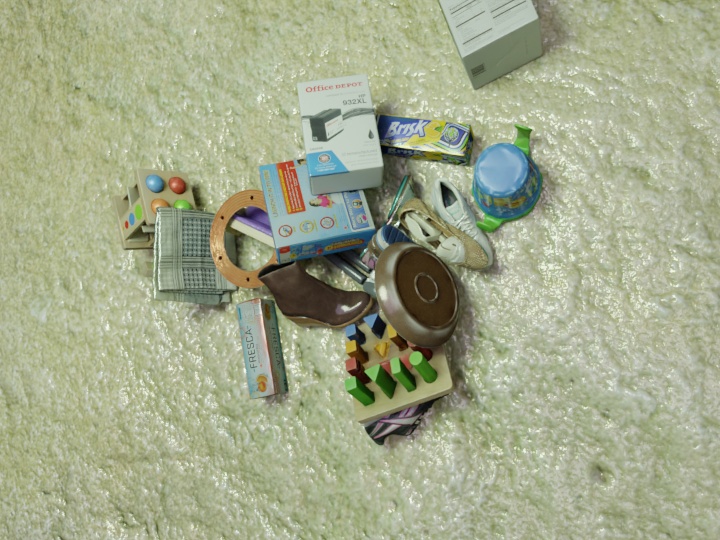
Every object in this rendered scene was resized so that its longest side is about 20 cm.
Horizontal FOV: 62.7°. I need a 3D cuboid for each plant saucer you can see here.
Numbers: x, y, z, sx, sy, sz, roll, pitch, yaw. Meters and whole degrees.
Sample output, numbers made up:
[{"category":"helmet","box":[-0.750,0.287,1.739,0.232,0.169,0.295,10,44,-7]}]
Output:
[{"category":"plant saucer","box":[0.111,0.036,1.061,0.032,0.197,0.204,-34,72,47]}]

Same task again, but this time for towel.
[{"category":"towel","box":[-0.352,-0.029,1.271,0.034,0.190,0.206,-5,83,45]}]

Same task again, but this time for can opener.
[{"category":"can opener","box":[0.000,0.000,1.200,0.198,0.067,0.054,37,95,19]}]

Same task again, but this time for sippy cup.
[{"category":"sippy cup","box":[0.265,-0.170,1.091,0.136,0.130,0.183,-14,80,18]}]

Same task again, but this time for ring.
[{"category":"ring","box":[-0.227,-0.066,1.228,0.195,0.019,0.206,0,89,20]}]

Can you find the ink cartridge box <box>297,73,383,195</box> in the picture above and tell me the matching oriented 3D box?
[{"category":"ink cartridge box","box":[-0.040,-0.262,1.137,0.141,0.084,0.205,-8,72,-3]}]

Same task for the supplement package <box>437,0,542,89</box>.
[{"category":"supplement package","box":[0.237,-0.493,1.124,0.148,0.151,0.205,-22,77,16]}]

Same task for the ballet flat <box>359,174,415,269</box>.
[{"category":"ballet flat","box":[0.072,-0.089,1.186,0.070,0.069,0.203,29,88,-1]}]

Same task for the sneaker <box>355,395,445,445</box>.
[{"category":"sneaker","box":[0.093,0.270,1.145,0.197,0.080,0.088,-26,99,14]}]

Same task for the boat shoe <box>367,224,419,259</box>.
[{"category":"boat shoe","box":[0.098,-0.008,1.143,0.199,0.073,0.072,41,139,-14]}]

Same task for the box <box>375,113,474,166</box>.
[{"category":"box","box":[0.124,-0.262,1.183,0.195,0.070,0.066,11,85,20]}]

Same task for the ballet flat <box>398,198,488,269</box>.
[{"category":"ballet flat","box":[0.147,-0.058,1.104,0.199,0.065,0.072,38,135,22]}]

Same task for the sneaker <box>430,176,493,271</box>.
[{"category":"sneaker","box":[0.189,-0.089,1.134,0.069,0.080,0.203,-30,77,5]}]

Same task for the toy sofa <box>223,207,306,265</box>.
[{"category":"toy sofa","box":[-0.196,-0.093,1.271,0.197,0.083,0.100,25,94,20]}]

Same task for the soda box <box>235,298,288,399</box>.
[{"category":"soda box","box":[-0.209,0.165,1.255,0.062,0.068,0.205,-14,79,17]}]

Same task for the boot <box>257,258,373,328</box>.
[{"category":"boot","box":[-0.089,0.042,1.175,0.196,0.168,0.073,-13,43,22]}]

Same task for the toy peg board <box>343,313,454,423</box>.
[{"category":"toy peg board","box":[0.052,0.148,1.108,0.196,0.098,0.203,-22,51,15]}]

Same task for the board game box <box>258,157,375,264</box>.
[{"category":"board game box","box":[-0.088,-0.129,1.162,0.191,0.056,0.204,-11,61,-10]}]

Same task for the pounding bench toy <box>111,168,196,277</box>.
[{"category":"pounding bench toy","box":[-0.443,-0.102,1.309,0.154,0.123,0.205,-27,74,40]}]
